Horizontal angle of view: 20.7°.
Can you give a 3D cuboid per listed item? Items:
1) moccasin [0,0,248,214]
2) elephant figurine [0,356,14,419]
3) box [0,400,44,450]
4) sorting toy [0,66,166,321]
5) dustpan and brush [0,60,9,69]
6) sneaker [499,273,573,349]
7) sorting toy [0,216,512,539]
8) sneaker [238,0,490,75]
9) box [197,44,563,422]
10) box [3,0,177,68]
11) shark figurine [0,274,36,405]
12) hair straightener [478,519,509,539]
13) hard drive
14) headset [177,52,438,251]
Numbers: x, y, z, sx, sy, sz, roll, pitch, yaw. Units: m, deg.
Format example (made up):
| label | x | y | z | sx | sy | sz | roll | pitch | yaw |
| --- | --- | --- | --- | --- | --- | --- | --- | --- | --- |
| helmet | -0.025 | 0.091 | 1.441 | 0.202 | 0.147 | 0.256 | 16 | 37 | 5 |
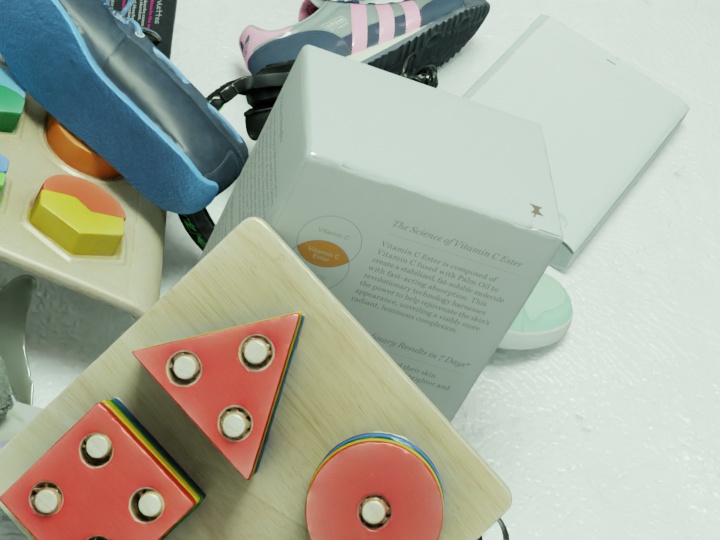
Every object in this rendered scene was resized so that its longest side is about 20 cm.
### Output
| label | x | y | z | sx | sy | sz | roll | pitch | yaw |
| --- | --- | --- | --- | --- | --- | --- | --- | --- | --- |
| moccasin | -0.149 | -0.116 | 1.183 | 0.200 | 0.080 | 0.068 | 50 | 45 | 4 |
| elephant figurine | -0.250 | -0.025 | 0.983 | 0.154 | 0.142 | 0.201 | 3 | 85 | -5 |
| box | -0.178 | 0.099 | 1.058 | 0.199 | 0.042 | 0.039 | 14 | 41 | 6 |
| sorting toy | -0.196 | -0.064 | 1.154 | 0.199 | 0.037 | 0.185 | 28 | 29 | -19 |
| dustpan and brush | -0.278 | -0.097 | 1.205 | 0.139 | 0.057 | 0.201 | 19 | 46 | -6 |
| sneaker | 0.079 | -0.027 | 1.211 | 0.200 | 0.118 | 0.074 | 22 | 29 | -32 |
| sorting toy | -0.060 | 0.110 | 0.986 | 0.199 | 0.070 | 0.200 | -43 | 88 | 1 |
| sneaker | 0.004 | -0.169 | 1.372 | 0.200 | 0.070 | 0.082 | -26 | 67 | -38 |
| box | 0.000 | 0.000 | 1.109 | 0.152 | 0.200 | 0.107 | 18 | 36 | -17 |
| box | -0.181 | -0.247 | 1.264 | 0.114 | 0.201 | 0.132 | -5 | 35 | -26 |
| shark figurine | -0.290 | 0.017 | 1.107 | 0.214 | 0.128 | 0.090 | 27 | 73 | -32 |
| hair straightener | 0.037 | 0.204 | 1.062 | 0.041 | 0.077 | 0.200 | -2 | 38 | 29 |
| hard drive | 0.136 | -0.095 | 1.388 | 0.132 | 0.026 | 0.200 | 33 | 46 | 10 |
| headset | -0.033 | -0.079 | 1.259 | 0.200 | 0.094 | 0.124 | -32 | 101 | -20 |
